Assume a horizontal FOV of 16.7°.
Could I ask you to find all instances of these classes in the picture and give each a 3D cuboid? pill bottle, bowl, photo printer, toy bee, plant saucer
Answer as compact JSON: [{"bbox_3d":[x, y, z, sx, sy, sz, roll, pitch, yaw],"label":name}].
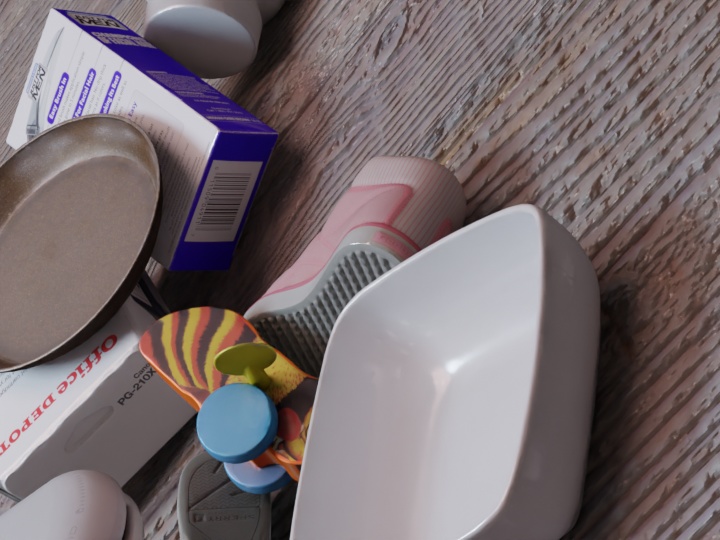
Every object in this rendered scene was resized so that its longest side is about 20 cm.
[{"bbox_3d":[-0.103,-0.245,1.808,0.113,0.113,0.200,-33,40,45],"label":"pill bottle"},{"bbox_3d":[0.054,0.081,1.287,0.200,0.075,0.200,-31,42,48],"label":"bowl"},{"bbox_3d":[-0.217,0.208,1.485,0.200,0.069,0.166,-35,17,10],"label":"photo printer"},{"bbox_3d":[-0.036,0.088,1.431,0.109,0.200,0.131,-36,-9,-4],"label":"toy bee"},{"bbox_3d":[-0.205,-0.014,1.651,0.200,0.032,0.200,-22,49,27],"label":"plant saucer"}]

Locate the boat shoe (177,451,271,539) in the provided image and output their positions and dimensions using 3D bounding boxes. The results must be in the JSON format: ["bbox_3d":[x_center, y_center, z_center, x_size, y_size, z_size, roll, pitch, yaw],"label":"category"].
[{"bbox_3d":[-0.082,0.201,1.439,0.065,0.074,0.202,91,177,-51],"label":"boat shoe"}]

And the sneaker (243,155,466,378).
[{"bbox_3d":[0.000,0.000,1.466,0.200,0.075,0.105,-43,13,54],"label":"sneaker"}]

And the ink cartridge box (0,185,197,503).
[{"bbox_3d":[-0.204,0.059,1.686,0.145,0.084,0.200,-45,41,8],"label":"ink cartridge box"}]

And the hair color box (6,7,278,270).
[{"bbox_3d":[-0.155,-0.093,1.716,0.200,0.065,0.109,36,114,35],"label":"hair color box"}]
